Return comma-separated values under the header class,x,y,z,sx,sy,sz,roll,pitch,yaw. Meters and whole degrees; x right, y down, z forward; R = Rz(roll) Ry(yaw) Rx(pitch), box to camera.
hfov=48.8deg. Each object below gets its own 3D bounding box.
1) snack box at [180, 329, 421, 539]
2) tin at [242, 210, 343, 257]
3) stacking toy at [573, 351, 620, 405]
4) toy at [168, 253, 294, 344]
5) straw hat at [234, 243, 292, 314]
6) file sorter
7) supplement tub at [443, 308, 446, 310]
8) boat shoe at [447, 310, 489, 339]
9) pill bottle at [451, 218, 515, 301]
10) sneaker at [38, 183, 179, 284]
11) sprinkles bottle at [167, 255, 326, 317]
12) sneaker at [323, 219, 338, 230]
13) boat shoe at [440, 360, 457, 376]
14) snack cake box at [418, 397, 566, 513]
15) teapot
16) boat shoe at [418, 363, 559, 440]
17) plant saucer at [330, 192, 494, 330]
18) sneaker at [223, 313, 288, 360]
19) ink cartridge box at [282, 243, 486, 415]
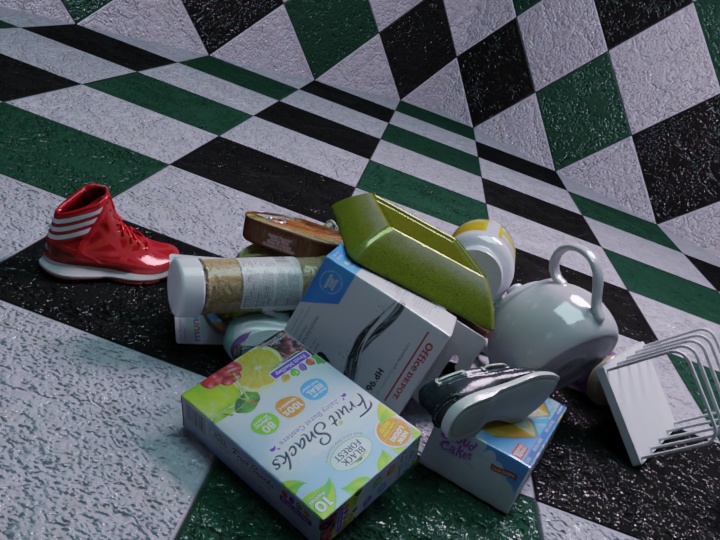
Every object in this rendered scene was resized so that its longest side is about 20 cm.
class,x,y,z,sx,sy,sz,roll,pitch,yaw
snack box,-0.060,0.157,0.786,0.199,0.053,0.142,33,47,29
tin,-0.077,-0.041,1.092,0.199,0.042,0.112,20,10,33
stacking toy,0.338,0.131,1.280,0.085,0.086,0.200,7,20,-33
toy,-0.138,0.033,1.011,0.199,0.047,0.116,6,65,-38
straw hat,-0.138,0.007,1.113,0.199,0.086,0.201,19,20,-7
file sorter,0.445,0.170,1.126,0.199,0.124,0.140,-10,78,-55
supplement tub,0.063,0.042,1.169,0.122,0.123,0.200,19,19,-4
boat shoe,0.170,0.054,1.316,0.075,0.072,0.200,8,23,-31
pill bottle,0.179,-0.011,1.208,0.111,0.113,0.200,23,16,7
sneaker,-0.312,-0.049,1.043,0.078,0.116,0.199,33,23,32
sprinkles bottle,-0.126,0.017,0.951,0.198,0.069,0.068,-2,28,-28
sneaker,-0.075,-0.045,1.308,0.077,0.089,0.199,30,22,25
boat shoe,0.065,0.121,0.989,0.199,0.057,0.067,22,41,-37
snack cake box,0.164,0.195,0.952,0.114,0.068,0.200,28,21,18
teapot,0.256,0.078,1.125,0.147,0.199,0.198,63,4,28
boat shoe,0.148,0.133,0.890,0.199,0.076,0.060,-1,33,-45
plant saucer,0.069,-0.025,0.967,0.199,0.048,0.200,27,16,-17
sneaker,-0.054,0.113,0.953,0.198,0.078,0.140,-3,31,-29
ink cartridge box,0.026,0.076,0.880,0.199,0.117,0.068,32,18,4
